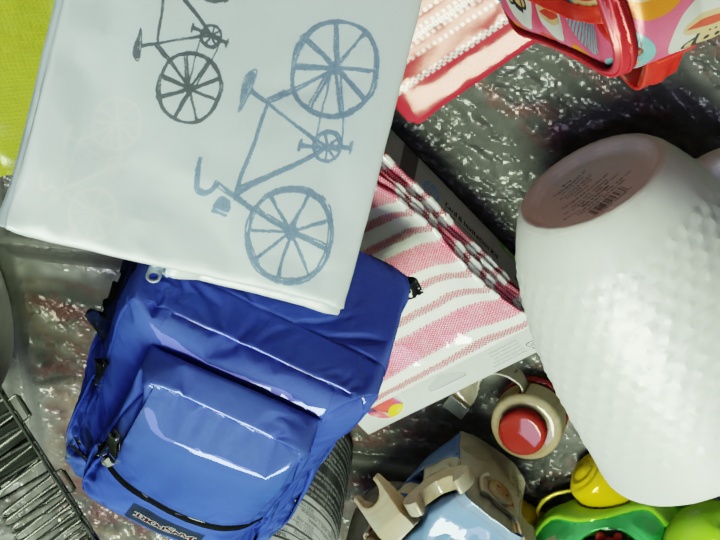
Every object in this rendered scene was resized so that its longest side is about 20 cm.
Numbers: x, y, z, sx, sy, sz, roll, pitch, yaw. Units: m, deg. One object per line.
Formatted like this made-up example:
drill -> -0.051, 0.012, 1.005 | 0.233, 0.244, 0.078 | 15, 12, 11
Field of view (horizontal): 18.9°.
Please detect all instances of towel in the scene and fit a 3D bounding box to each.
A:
towel -> -0.010, 0.000, 1.264 | 0.146, 0.030, 0.200 | -29, 120, 34
towel -> -0.207, -0.136, 1.247 | 0.086, 0.018, 0.201 | -3, 131, 16
towel -> 0.024, -0.180, 1.137 | 0.144, 0.023, 0.200 | -33, 119, 21

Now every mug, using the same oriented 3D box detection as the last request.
mug -> 0.187, 0.005, 1.219 | 0.199, 0.148, 0.176 | -32, 116, -1

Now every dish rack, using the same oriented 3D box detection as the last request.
dish rack -> -0.184, 0.152, 1.286 | 0.054, 0.200, 0.154 | -33, 157, -9

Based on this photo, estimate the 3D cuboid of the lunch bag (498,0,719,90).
lunch bag -> 0.103, -0.168, 1.011 | 0.082, 0.200, 0.177 | -24, 108, -6

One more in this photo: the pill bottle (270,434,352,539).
pill bottle -> -0.069, 0.181, 1.376 | 0.106, 0.201, 0.107 | 5, 135, 5

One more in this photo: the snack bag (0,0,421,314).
snack bag -> -0.077, -0.084, 1.115 | 0.199, 0.021, 0.190 | 12, 97, -20

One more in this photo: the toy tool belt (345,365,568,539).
toy tool belt -> 0.056, 0.165, 1.361 | 0.125, 0.123, 0.200 | 37, 118, -1

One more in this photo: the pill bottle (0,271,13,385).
pill bottle -> -0.332, 0.040, 1.369 | 0.199, 0.114, 0.114 | -8, 130, 19

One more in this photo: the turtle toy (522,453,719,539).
turtle toy -> 0.180, 0.197, 1.406 | 0.146, 0.101, 0.200 | 38, 128, -21

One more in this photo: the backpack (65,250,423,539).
backpack -> -0.089, 0.072, 1.226 | 0.162, 0.168, 0.200 | 29, 144, -5

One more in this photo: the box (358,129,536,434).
box -> 0.000, 0.000, 1.309 | 0.156, 0.041, 0.200 | -29, 119, 33
